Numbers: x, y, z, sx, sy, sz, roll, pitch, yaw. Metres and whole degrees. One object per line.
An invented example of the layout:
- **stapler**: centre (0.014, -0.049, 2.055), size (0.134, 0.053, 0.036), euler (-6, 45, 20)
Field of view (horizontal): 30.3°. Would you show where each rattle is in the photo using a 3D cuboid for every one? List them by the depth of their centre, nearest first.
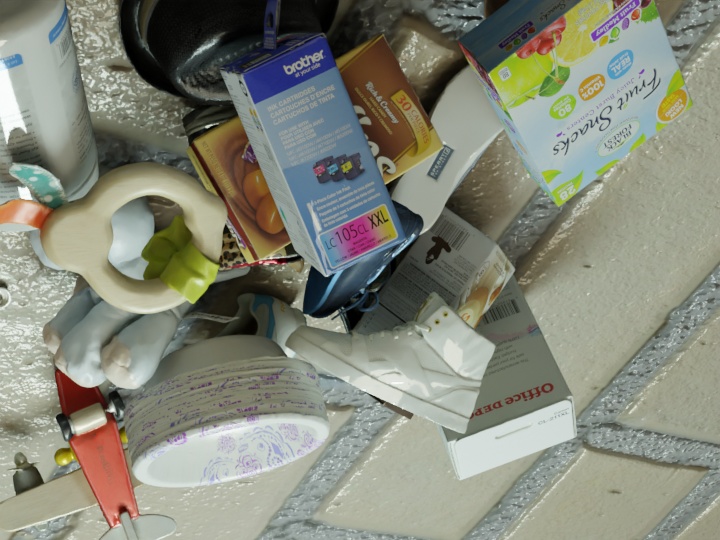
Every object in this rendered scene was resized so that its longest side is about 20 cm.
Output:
- **rattle**: centre (-0.219, -0.049, 1.130), size (0.197, 0.144, 0.132), euler (8, 120, -17)

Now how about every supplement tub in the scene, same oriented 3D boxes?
- **supplement tub**: centre (-0.291, -0.147, 1.086), size (0.130, 0.133, 0.202), euler (-12, 137, -11)

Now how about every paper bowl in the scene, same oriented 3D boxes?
- **paper bowl**: centre (-0.135, 0.135, 1.315), size (0.197, 0.106, 0.201), euler (-13, 160, -5)

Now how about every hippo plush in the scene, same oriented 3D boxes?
- **hippo plush**: centre (-0.230, 0.004, 1.245), size (0.197, 0.161, 0.162), euler (-9, 129, 14)

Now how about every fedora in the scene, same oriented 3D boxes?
- **fedora**: centre (-0.103, -0.202, 1.134), size (0.197, 0.092, 0.202), euler (-12, 138, -11)

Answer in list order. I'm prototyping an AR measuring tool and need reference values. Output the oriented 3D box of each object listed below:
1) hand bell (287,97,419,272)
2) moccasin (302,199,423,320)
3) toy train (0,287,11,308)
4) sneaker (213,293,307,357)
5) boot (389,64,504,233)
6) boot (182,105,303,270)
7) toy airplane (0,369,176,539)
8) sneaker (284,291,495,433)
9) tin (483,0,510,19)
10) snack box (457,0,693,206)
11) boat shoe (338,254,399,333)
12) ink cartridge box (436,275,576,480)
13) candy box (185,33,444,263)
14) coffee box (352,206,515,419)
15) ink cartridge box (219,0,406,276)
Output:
- **hand bell**: centre (-0.019, -0.103, 1.297), size (0.200, 0.104, 0.104), euler (-41, 136, 3)
- **moccasin**: centre (0.000, 0.000, 1.291), size (0.067, 0.082, 0.200), euler (12, 154, -19)
- **toy train**: centre (-0.410, 0.003, 1.246), size (0.148, 0.056, 0.201), euler (-20, 138, -2)
- **sneaker**: centre (-0.138, 0.119, 1.438), size (0.080, 0.076, 0.202), euler (27, 89, -37)
- **boot**: centre (0.084, -0.126, 1.322), size (0.072, 0.090, 0.201), euler (36, 91, -7)
- **boot**: centre (-0.057, -0.087, 1.225), size (0.197, 0.153, 0.073), euler (-9, 175, -14)
- **toy airplane**: centre (-0.280, 0.217, 1.460), size (0.198, 0.141, 0.202), euler (25, 89, -24)
- **sneaker**: centre (0.033, 0.067, 1.296), size (0.198, 0.074, 0.117), euler (24, 89, -11)
- **tin**: centre (0.199, -0.229, 1.280), size (0.111, 0.042, 0.199), euler (-36, 137, 21)
- **snack box**: centre (0.205, -0.183, 1.239), size (0.168, 0.068, 0.200), euler (-37, 137, 2)
- **boat shoe**: centre (-0.004, 0.009, 1.402), size (0.074, 0.067, 0.201), euler (20, 146, 17)
- **ink cartridge box**: centre (0.137, 0.112, 1.482), size (0.144, 0.202, 0.083), euler (-19, 139, -2)
- **candy box**: centre (-0.039, -0.107, 1.167), size (0.199, 0.118, 0.056), euler (-32, -175, -16)
- **coffee box**: centre (0.068, 0.047, 1.396), size (0.201, 0.079, 0.114), euler (-55, 158, -1)
- **ink cartridge box**: centre (-0.046, -0.109, 1.047), size (0.076, 0.136, 0.202), euler (-26, 105, -8)
